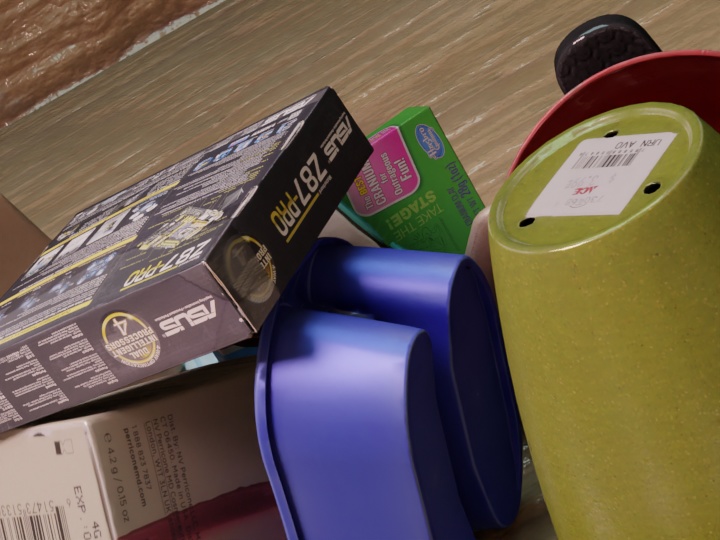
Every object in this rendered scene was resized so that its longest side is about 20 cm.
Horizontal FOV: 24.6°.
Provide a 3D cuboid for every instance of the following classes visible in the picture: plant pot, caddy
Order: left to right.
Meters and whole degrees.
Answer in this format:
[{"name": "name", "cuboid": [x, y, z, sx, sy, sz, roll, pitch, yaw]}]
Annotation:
[{"name": "caddy", "cuboid": [0.008, 0.080, 0.827, 0.104, 0.202, 0.142, 0, 32, 24]}, {"name": "plant pot", "cuboid": [0.136, 0.038, 0.682, 0.186, 0.201, 0.188, -26, 27, 14]}]

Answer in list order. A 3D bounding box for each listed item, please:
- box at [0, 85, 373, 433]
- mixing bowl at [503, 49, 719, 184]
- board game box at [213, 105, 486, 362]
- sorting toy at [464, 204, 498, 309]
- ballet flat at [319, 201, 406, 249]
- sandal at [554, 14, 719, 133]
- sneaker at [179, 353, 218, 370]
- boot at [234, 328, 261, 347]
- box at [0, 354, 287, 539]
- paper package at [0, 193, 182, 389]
[{"name": "box", "cuboid": [-0.104, -0.004, 0.831, 0.199, 0.049, 0.162, -22, 21, 34]}, {"name": "mixing bowl", "cuboid": [0.176, -0.013, 0.855, 0.199, 0.202, 0.108, -22, -1, 19]}, {"name": "board game box", "cuboid": [-0.004, 0.011, 1.065, 0.199, 0.154, 0.040, -35, 13, -14]}, {"name": "sorting toy", "cuboid": [0.113, -0.011, 0.980, 0.036, 0.186, 0.200, 28, 44, 18]}, {"name": "ballet flat", "cuboid": [0.000, 0.000, 1.014, 0.069, 0.199, 0.070, -45, 24, 26]}, {"name": "sandal", "cuboid": [0.179, -0.069, 0.930, 0.075, 0.200, 0.045, -31, 27, 19]}, {"name": "sneaker", "cuboid": [-0.127, 0.069, 1.222, 0.082, 0.074, 0.200, -30, 18, -19]}, {"name": "boot", "cuboid": [-0.119, 0.015, 0.961, 0.198, 0.076, 0.074, -13, 62, 13]}, {"name": "box", "cuboid": [-0.102, 0.116, 0.902, 0.127, 0.110, 0.199, -12, 1, 42]}, {"name": "paper package", "cuboid": [-0.238, 0.083, 1.090, 0.103, 0.200, 0.192, -15, 42, 37]}]
